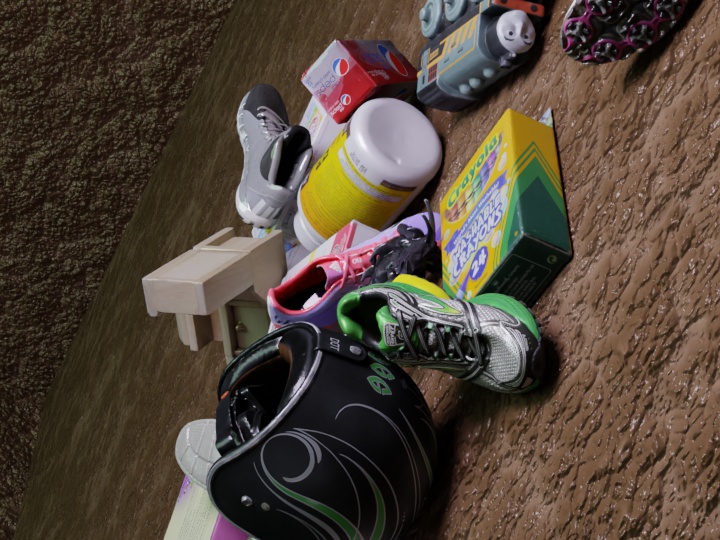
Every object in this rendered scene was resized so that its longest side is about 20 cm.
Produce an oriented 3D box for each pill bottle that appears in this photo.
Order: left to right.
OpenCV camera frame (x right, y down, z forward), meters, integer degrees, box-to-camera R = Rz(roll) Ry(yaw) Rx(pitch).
[{"bbox_3d":[0.000,-0.094,1.501,0.200,0.109,0.110,-48,27,49],"label":"pill bottle"}]

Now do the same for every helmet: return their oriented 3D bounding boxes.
[{"bbox_3d":[-0.029,0.159,1.164,0.200,0.191,0.201,-36,26,21],"label":"helmet"}]

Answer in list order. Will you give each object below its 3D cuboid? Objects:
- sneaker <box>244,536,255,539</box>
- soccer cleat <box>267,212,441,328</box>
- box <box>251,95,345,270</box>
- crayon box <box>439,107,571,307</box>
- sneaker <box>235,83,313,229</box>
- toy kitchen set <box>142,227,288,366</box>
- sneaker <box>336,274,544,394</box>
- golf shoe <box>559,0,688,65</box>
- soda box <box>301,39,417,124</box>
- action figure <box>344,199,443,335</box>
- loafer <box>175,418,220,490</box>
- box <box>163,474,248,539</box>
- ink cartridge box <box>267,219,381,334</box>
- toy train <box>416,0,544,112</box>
[{"bbox_3d":[-0.049,0.277,1.329,0.200,0.077,0.089,-49,57,45],"label":"sneaker"},{"bbox_3d":[0.000,0.000,1.320,0.067,0.199,0.077,60,179,27],"label":"soccer cleat"},{"bbox_3d":[-0.045,-0.099,1.659,0.201,0.101,0.113,-65,17,14],"label":"box"},{"bbox_3d":[0.121,-0.048,1.177,0.126,0.051,0.201,-55,21,37],"label":"crayon box"},{"bbox_3d":[-0.091,-0.155,1.592,0.115,0.075,0.201,-40,43,48],"label":"sneaker"},{"bbox_3d":[-0.186,0.071,1.557,0.180,0.162,0.201,-37,-55,-56],"label":"toy kitchen set"},{"bbox_3d":[0.063,0.057,1.083,0.199,0.085,0.079,12,107,44],"label":"sneaker"},{"bbox_3d":[0.230,-0.243,1.048,0.200,0.072,0.092,-46,20,30],"label":"golf shoe"},{"bbox_3d":[0.006,-0.215,1.530,0.063,0.070,0.200,-43,-6,20],"label":"soda box"},{"bbox_3d":[0.036,0.035,1.260,0.200,0.102,0.119,-56,15,24],"label":"action figure"},{"bbox_3d":[-0.109,0.199,1.380,0.199,0.063,0.072,6,79,45],"label":"loafer"},{"bbox_3d":[-0.144,0.288,1.518,0.200,0.096,0.177,-14,56,68],"label":"box"},{"bbox_3d":[-0.029,0.051,1.463,0.200,0.083,0.146,-33,39,63],"label":"ink cartridge box"},{"bbox_3d":[0.119,-0.235,1.367,0.200,0.085,0.115,157,120,-65],"label":"toy train"}]
